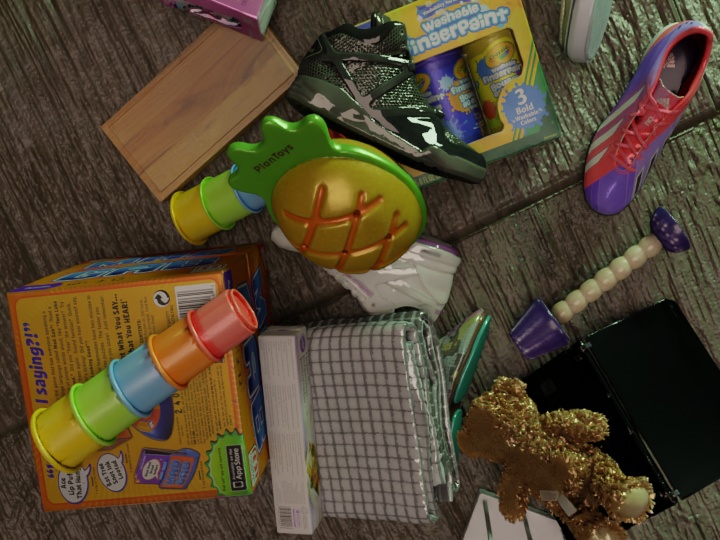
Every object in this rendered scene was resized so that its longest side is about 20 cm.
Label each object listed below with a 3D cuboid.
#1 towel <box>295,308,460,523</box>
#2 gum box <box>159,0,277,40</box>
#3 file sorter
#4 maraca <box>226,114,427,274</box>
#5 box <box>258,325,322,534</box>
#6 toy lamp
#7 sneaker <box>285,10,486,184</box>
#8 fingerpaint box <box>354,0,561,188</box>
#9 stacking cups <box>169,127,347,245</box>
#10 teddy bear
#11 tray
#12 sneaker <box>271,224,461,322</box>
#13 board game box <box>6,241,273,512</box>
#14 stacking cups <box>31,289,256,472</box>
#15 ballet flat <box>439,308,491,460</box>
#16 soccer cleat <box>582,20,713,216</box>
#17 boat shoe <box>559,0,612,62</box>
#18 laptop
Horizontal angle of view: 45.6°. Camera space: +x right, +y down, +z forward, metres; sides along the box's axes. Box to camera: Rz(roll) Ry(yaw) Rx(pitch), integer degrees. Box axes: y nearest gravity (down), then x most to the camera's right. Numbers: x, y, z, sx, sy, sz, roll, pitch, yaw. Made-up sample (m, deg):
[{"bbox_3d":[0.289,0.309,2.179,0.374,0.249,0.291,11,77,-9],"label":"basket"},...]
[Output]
[{"bbox_3d":[0.009,0.147,0.871,0.163,0.085,0.204,-6,98,29],"label":"towel"},{"bbox_3d":[-0.116,-0.331,0.817,0.112,0.066,0.204,21,87,-1],"label":"gum box"},{"bbox_3d":[0.197,0.348,0.893,0.196,0.125,0.141,19,100,0],"label":"file sorter"},{"bbox_3d":[-0.027,-0.067,0.760,0.136,0.109,0.199,-31,132,32],"label":"maraca"},{"bbox_3d":[-0.067,0.157,0.840,0.041,0.039,0.205,-2,101,15],"label":"box"},{"bbox_3d":[0.240,0.019,0.873,0.199,0.058,0.059,-37,95,9],"label":"toy lamp"},{"bbox_3d":[0.042,-0.158,0.774,0.197,0.076,0.116,27,89,-9],"label":"sneaker"},{"bbox_3d":[0.077,-0.178,0.844,0.196,0.073,0.170,-18,97,6],"label":"fingerpaint box"},{"bbox_3d":[-0.097,-0.092,0.852,0.197,0.060,0.061,-26,96,23],"label":"stacking cups"},{"bbox_3d":[0.192,0.193,0.846,0.197,0.066,0.148,20,112,31],"label":"teddy bear"},{"bbox_3d":[-0.161,-0.174,0.882,0.199,0.037,0.099,-40,95,8],"label":"tray"},{"bbox_3d":[0.000,0.000,0.876,0.196,0.075,0.102,14,98,2],"label":"sneaker"},{"bbox_3d":[-0.194,0.093,0.841,0.195,0.200,0.205,-5,99,5],"label":"board game box"},{"bbox_3d":[-0.177,0.084,0.703,0.199,0.061,0.061,-37,95,7],"label":"stacking cups"},{"bbox_3d":[0.083,0.134,0.902,0.070,0.069,0.204,15,101,21],"label":"ballet flat"},{"bbox_3d":[0.278,-0.147,0.835,0.067,0.073,0.203,26,99,-1],"label":"soccer cleat"},{"bbox_3d":[0.213,-0.305,0.828,0.061,0.072,0.205,10,97,27],"label":"boat shoe"},{"bbox_3d":[0.270,0.158,0.879,0.200,0.102,0.179,-41,65,31],"label":"laptop"}]
